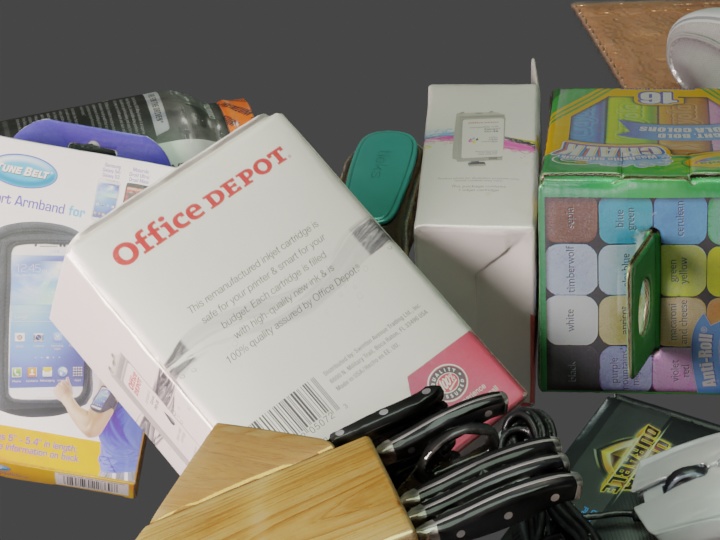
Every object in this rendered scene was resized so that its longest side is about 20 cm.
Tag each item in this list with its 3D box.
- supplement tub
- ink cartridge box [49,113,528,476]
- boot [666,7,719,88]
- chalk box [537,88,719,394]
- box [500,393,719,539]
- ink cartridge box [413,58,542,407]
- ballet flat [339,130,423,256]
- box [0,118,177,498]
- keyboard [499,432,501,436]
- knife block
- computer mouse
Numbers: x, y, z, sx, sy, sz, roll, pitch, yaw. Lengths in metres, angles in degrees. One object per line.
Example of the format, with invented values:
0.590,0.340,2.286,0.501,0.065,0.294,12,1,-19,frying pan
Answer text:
-0.155,-0.035,1.281,0.199,0.123,0.123,-12,37,-9,supplement tub
-0.039,0.041,1.117,0.146,0.083,0.200,-35,77,-28,ink cartridge box
0.239,-0.097,1.363,0.095,0.074,0.200,-21,40,-32,boot
0.158,-0.011,1.177,0.123,0.125,0.200,1,23,7,chalk box
0.148,0.153,1.059,0.158,0.046,0.200,17,41,27,box
0.069,-0.028,1.248,0.067,0.117,0.200,1,32,6,ink cartridge box
0.000,0.000,1.263,0.068,0.067,0.200,11,41,17,ballet flat
-0.159,0.012,1.181,0.118,0.041,0.201,10,74,-3,box
-0.006,0.078,1.210,0.199,0.011,0.056,13,45,22,keyboard
-0.005,0.131,0.951,0.175,0.064,0.200,7,42,29,knife block
0.167,0.101,1.051,0.199,0.044,0.110,-4,35,0,computer mouse
